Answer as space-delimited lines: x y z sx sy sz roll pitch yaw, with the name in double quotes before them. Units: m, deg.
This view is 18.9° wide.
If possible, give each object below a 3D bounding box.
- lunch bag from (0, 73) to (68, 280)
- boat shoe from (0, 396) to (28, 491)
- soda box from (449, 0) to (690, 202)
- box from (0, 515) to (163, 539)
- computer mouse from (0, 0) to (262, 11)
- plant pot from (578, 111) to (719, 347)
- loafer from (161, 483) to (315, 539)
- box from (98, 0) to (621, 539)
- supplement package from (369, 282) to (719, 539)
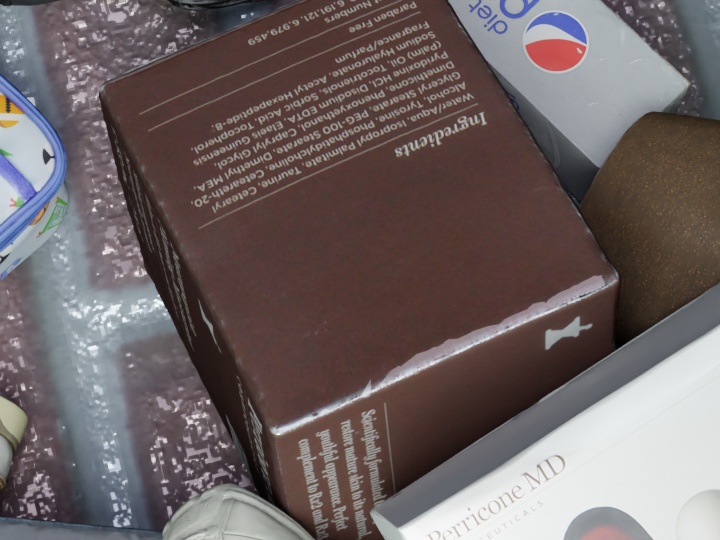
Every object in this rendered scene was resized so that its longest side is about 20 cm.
"lunch bag" -0.249 -0.066 1.074 0.200 0.076 0.160 44 75 9
"boat shoe" -0.263 0.068 1.033 0.199 0.075 0.069 17 68 2
"soda box" 0.070 -0.130 1.107 0.200 0.063 0.068 44 77 10
"box" -0.169 0.214 0.968 0.199 0.124 0.198 6 75 -1
"computer mouse" -0.138 -0.157 1.129 0.199 0.034 0.059 6 54 -5
"plant pot" 0.201 0.013 1.024 0.199 0.187 0.187 30 75 17
"loafer" -0.003 0.166 0.929 0.200 0.070 0.070 32 118 -23
"box" 0.000 0.000 0.992 0.164 0.166 0.200 -23 60 -10
"supplement package" 0.138 0.133 0.862 0.191 0.147 0.201 -33 89 -5
